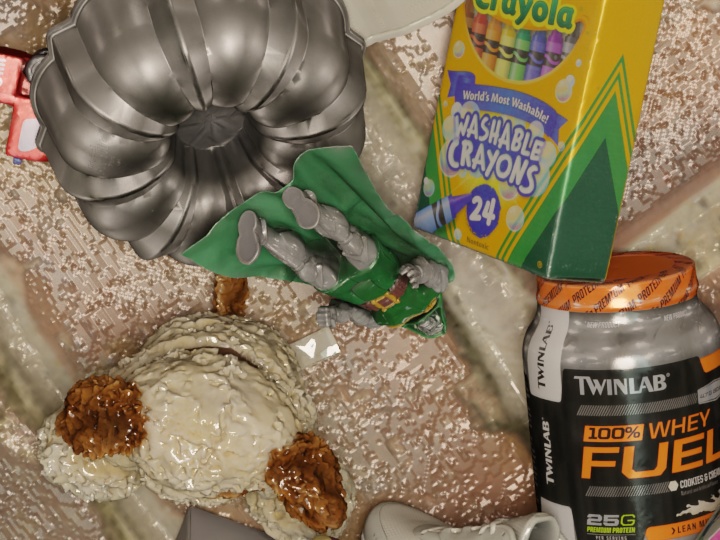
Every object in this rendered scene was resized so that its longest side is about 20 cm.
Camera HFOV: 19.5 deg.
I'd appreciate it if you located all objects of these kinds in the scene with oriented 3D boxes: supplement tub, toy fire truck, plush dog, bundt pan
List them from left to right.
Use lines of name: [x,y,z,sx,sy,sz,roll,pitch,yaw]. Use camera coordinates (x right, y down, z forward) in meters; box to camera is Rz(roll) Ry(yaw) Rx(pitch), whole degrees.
toy fire truck: [-0.270,-0.077,1.241,0.200,0.049,0.141,12,100,-8]
bundt pan: [-0.085,-0.082,1.197,0.202,0.076,0.202,-9,131,-11]
plush dog: [-0.085,0.084,1.224,0.200,0.172,0.161,13,99,-6]
supplement tub: [0.163,0.095,1.273,0.122,0.123,0.200,-8,101,-3]

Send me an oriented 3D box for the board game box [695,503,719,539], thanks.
board game box: [0.287,0.144,1.138,0.148,0.064,0.200,40,136,8]

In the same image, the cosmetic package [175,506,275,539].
cosmetic package: [-0.049,0.281,1.291,0.199,0.123,0.200,21,100,-9]

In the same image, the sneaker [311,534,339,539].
sneaker: [0.024,0.234,1.197,0.090,0.075,0.200,-18,108,-10]

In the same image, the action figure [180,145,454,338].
action figure: [0.000,0.000,1.227,0.118,0.200,0.055,-28,61,21]

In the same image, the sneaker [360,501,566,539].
sneaker: [0.082,0.174,1.258,0.076,0.200,0.092,-10,118,-44]

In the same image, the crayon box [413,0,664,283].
crayon box: [0.105,-0.105,1.225,0.052,0.126,0.200,4,102,-39]

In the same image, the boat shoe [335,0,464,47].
boat shoe: [-0.032,-0.160,1.240,0.200,0.060,0.074,-24,138,5]
